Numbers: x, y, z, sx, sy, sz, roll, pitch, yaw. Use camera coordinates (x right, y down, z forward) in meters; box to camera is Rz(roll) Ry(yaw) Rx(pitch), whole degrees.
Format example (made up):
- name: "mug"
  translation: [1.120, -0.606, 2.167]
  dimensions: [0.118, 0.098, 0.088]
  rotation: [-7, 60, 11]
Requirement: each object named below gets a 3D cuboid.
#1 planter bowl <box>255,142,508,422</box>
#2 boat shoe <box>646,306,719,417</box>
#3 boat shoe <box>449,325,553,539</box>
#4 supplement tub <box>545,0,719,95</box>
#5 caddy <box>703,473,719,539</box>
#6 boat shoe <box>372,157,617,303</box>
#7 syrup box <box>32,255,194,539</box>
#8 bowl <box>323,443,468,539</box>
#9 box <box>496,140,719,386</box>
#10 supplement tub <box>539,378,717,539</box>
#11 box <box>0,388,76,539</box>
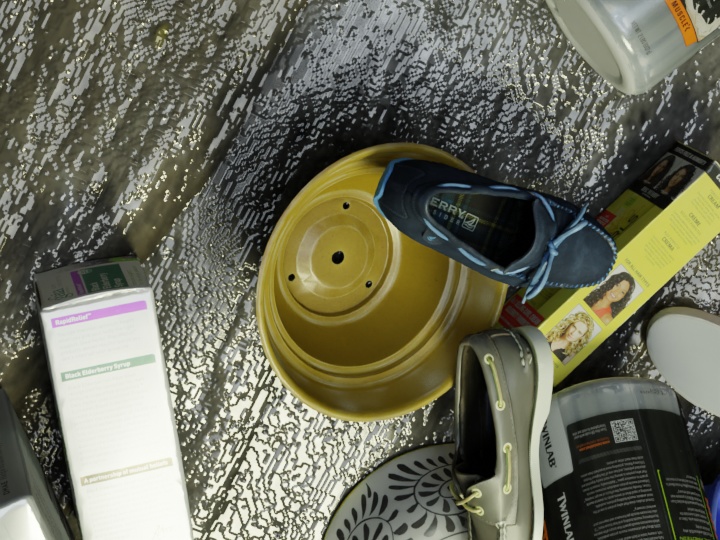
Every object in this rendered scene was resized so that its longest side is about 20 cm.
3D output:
- name: "planter bowl"
  translation: [0.000, 0.000, 1.249]
  dimensions: [0.200, 0.083, 0.201]
  rotation: [-9, 109, -27]
- name: "boat shoe"
  translation: [0.317, 0.081, 1.384]
  dimensions: [0.200, 0.070, 0.071]
  rotation: [26, 118, 3]
- name: "boat shoe"
  translation: [0.093, 0.139, 1.257]
  dimensions: [0.060, 0.072, 0.202]
  rotation: [-1, 100, -27]
- name: "supplement tub"
  translation: [0.233, -0.226, 1.232]
  dimensions: [0.200, 0.123, 0.123]
  rotation: [-38, 113, -2]
- name: "caddy"
  translation: [0.286, 0.256, 1.359]
  dimensions: [0.141, 0.105, 0.200]
  rotation: [23, 58, -49]
- name: "boat shoe"
  translation: [0.101, -0.019, 1.209]
  dimensions: [0.200, 0.069, 0.084]
  rotation: [10, 100, -31]
- name: "syrup box"
  translation: [-0.174, 0.098, 1.242]
  dimensions: [0.081, 0.079, 0.200]
  rotation: [-10, 109, -12]
- name: "bowl"
  translation: [0.075, 0.242, 1.352]
  dimensions: [0.200, 0.094, 0.201]
  rotation: [-5, 107, -15]
- name: "box"
  translation: [0.192, -0.006, 1.318]
  dimensions: [0.200, 0.075, 0.050]
  rotation: [-43, 112, 2]
- name: "supplement tub"
  translation: [0.193, 0.189, 1.274]
  dimensions: [0.122, 0.200, 0.123]
  rotation: [-8, 152, -4]
- name: "box"
  translation: [-0.254, 0.218, 1.191]
  dimensions: [0.130, 0.200, 0.199]
  rotation: [-24, 112, -8]
